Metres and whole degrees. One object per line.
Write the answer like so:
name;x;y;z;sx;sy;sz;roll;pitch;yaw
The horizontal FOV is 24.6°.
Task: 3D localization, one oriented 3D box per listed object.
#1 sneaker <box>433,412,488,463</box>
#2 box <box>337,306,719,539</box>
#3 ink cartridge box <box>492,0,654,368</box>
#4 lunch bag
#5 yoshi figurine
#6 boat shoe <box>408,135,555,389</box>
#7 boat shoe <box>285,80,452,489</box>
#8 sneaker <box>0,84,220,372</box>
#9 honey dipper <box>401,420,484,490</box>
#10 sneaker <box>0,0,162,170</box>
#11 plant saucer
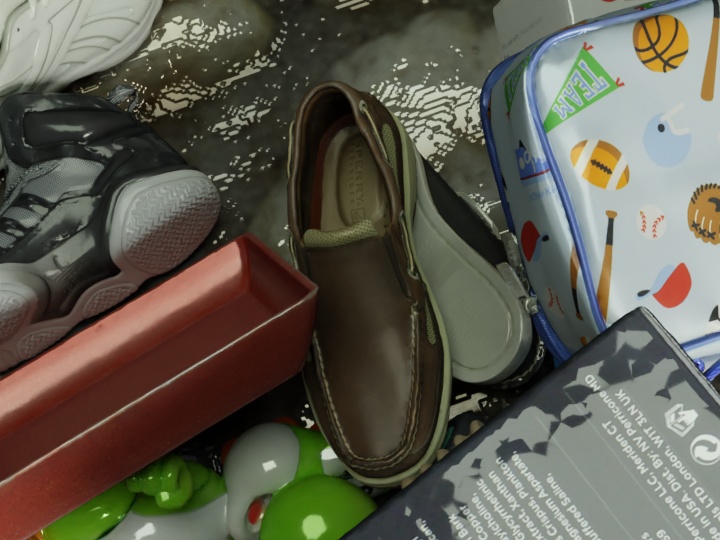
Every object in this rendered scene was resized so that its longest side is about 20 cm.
sneaker;0.045;0.172;0.791;0.087;0.074;0.200;22;77;-5
box;0.075;0.138;0.635;0.200;0.197;0.117;-38;67;1
ink cartridge box;0.159;-0.050;0.799;0.146;0.086;0.200;-7;84;-18
lunch bag;0.151;-0.038;0.711;0.200;0.076;0.161;-16;88;-19
yoshi figurine;-0.073;0.132;0.796;0.200;0.112;0.112;-19;78;-3
boat shoe;0.034;-0.015;0.860;0.074;0.060;0.200;-49;56;12
boat shoe;-0.006;0.002;0.787;0.075;0.075;0.203;-16;62;13
sneaker;-0.183;-0.023;0.887;0.200;0.076;0.114;-30;67;-11
honey dipper;-0.012;0.144;0.746;0.200;0.038;0.038;-40;68;5
sneaker;-0.181;-0.143;0.917;0.078;0.099;0.200;33;76;18
plant saucer;-0.115;0.058;0.800;0.200;0.200;0.037;-32;104;-7
